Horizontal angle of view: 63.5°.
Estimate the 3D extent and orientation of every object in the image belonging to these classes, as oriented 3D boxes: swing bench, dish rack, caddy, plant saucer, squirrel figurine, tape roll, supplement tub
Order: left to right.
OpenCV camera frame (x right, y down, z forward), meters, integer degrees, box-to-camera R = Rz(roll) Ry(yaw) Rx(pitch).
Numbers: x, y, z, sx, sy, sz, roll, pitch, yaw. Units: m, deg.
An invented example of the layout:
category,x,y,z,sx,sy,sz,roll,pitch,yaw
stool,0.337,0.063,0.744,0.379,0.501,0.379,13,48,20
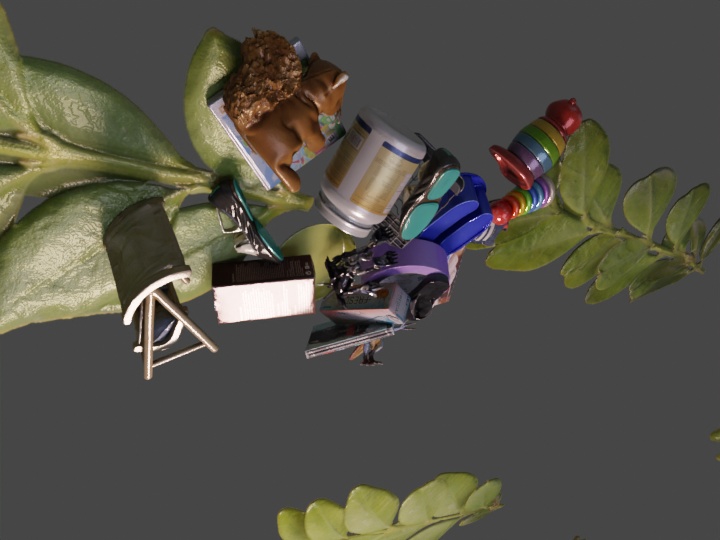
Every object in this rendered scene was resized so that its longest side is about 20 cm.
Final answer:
category,x,y,z,sx,sy,sz,roll,pitch,yaw
swing bench,-0.341,0.026,0.963,0.127,0.200,0.203,-20,136,-16
squirrel figurine,-0.107,-0.264,0.887,0.186,0.142,0.201,-42,141,-4
plant saucer,-0.102,-0.019,1.216,0.196,0.031,0.203,-18,134,-19
supplement tub,0.014,-0.179,1.068,0.142,0.145,0.202,14,119,-41
tape roll,0.097,0.008,1.285,0.194,0.067,0.201,-2,152,-1
dish rack,0.095,-0.152,1.168,0.153,0.055,0.200,42,110,-7
caddy,0.190,-0.125,1.264,0.199,0.107,0.140,-37,138,24

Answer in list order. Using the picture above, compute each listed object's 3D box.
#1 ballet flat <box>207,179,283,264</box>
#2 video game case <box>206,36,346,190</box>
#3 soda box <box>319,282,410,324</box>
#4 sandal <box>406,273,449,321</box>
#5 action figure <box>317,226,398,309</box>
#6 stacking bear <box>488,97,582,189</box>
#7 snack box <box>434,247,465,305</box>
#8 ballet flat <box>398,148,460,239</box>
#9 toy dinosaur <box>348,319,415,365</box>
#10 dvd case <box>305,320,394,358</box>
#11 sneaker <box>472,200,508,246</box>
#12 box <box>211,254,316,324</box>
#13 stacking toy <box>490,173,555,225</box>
category,x,y,z,sx,sy,sz,roll,pitch,yaw
ballet flat,-0.213,-0.079,1.066,0.067,0.069,0.202,-26,128,3
video game case,-0.134,-0.257,0.987,0.180,0.022,0.201,-36,139,-2
soda box,0.007,0.074,1.255,0.068,0.197,0.065,41,57,-39
sandal,0.137,0.071,1.289,0.074,0.044,0.201,3,152,-12
action figure,0.000,0.000,1.170,0.100,0.121,0.199,0,154,-42
stacking bear,0.398,-0.287,1.272,0.200,0.114,0.121,-46,138,4
snack box,0.211,0.003,1.457,0.070,0.024,0.203,-12,132,-27
ballet flat,0.122,-0.146,1.087,0.067,0.069,0.201,-2,144,-32
toy dinosaur,0.028,0.137,1.418,0.104,0.197,0.187,8,84,-50
dvd case,-0.020,0.133,1.291,0.195,0.146,0.023,-15,105,8
sneaker,0.274,-0.085,1.379,0.197,0.075,0.086,-25,125,-13
box,-0.187,0.037,1.140,0.195,0.076,0.102,-6,132,-11
stacking toy,0.361,-0.158,1.338,0.198,0.085,0.087,-27,141,-34
